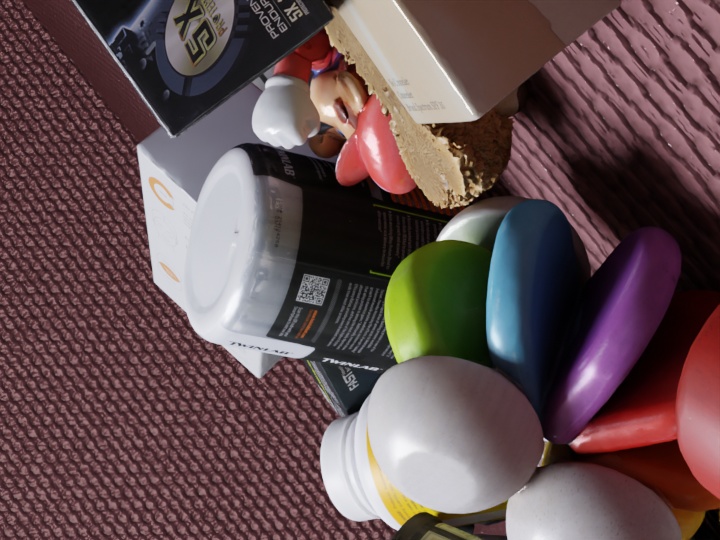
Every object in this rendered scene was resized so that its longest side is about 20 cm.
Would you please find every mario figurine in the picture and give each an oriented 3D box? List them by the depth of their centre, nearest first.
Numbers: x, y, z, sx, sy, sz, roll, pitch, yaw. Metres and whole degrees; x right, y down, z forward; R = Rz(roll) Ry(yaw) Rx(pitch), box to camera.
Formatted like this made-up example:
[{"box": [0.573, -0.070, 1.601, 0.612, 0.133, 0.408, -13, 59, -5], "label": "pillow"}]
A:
[{"box": [-0.033, -0.122, 0.800, 0.201, 0.123, 0.106, 54, 160, 12], "label": "mario figurine"}]

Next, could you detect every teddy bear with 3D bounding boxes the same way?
[{"box": [0.022, -0.132, 0.680, 0.201, 0.066, 0.145, 56, 164, 15], "label": "teddy bear"}]

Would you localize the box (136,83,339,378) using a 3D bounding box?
[{"box": [-0.084, -0.029, 1.008, 0.124, 0.097, 0.200, 41, 157, 15], "label": "box"}]

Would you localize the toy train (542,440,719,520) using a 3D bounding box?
[{"box": [0.179, 0.159, 0.750, 0.201, 0.150, 0.056, 55, 170, 1], "label": "toy train"}]

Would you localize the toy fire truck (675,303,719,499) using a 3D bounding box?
[{"box": [0.143, 0.088, 0.448, 0.177, 0.200, 0.129, 55, 170, -29], "label": "toy fire truck"}]

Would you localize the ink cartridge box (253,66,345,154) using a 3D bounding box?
[{"box": [-0.094, -0.152, 1.096, 0.200, 0.084, 0.146, 52, 172, -11], "label": "ink cartridge box"}]

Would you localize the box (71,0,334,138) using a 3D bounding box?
[{"box": [-0.096, -0.156, 0.628, 0.164, 0.086, 0.200, 54, -178, -11], "label": "box"}]

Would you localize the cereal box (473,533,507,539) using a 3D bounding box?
[{"box": [0.164, 0.272, 1.246, 0.144, 0.198, 0.040, 173, 102, -81], "label": "cereal box"}]

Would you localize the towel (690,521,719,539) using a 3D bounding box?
[{"box": [0.232, 0.211, 0.879, 0.200, 0.034, 0.193, 49, -171, 3], "label": "towel"}]

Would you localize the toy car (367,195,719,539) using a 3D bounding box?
[{"box": [0.110, 0.045, 0.642, 0.199, 0.176, 0.150, 37, 135, -9], "label": "toy car"}]

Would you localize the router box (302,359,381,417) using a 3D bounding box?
[{"box": [0.026, 0.035, 1.026, 0.062, 0.150, 0.200, 47, 171, 26], "label": "router box"}]

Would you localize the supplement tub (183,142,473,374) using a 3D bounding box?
[{"box": [0.000, 0.000, 0.851, 0.198, 0.124, 0.122, 13, -171, -25], "label": "supplement tub"}]

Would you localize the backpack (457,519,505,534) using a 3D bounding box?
[{"box": [0.099, 0.169, 1.270, 0.200, 0.125, 0.168, 104, 150, -74], "label": "backpack"}]

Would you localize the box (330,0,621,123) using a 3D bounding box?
[{"box": [0.006, -0.162, 0.539, 0.201, 0.078, 0.095, 53, 173, -11], "label": "box"}]

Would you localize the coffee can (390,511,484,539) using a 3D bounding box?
[{"box": [0.102, 0.259, 0.865, 0.199, 0.147, 0.147, 19, 158, 23], "label": "coffee can"}]

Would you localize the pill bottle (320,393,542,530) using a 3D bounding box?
[{"box": [0.072, 0.122, 0.956, 0.109, 0.199, 0.110, 30, -129, -47], "label": "pill bottle"}]
